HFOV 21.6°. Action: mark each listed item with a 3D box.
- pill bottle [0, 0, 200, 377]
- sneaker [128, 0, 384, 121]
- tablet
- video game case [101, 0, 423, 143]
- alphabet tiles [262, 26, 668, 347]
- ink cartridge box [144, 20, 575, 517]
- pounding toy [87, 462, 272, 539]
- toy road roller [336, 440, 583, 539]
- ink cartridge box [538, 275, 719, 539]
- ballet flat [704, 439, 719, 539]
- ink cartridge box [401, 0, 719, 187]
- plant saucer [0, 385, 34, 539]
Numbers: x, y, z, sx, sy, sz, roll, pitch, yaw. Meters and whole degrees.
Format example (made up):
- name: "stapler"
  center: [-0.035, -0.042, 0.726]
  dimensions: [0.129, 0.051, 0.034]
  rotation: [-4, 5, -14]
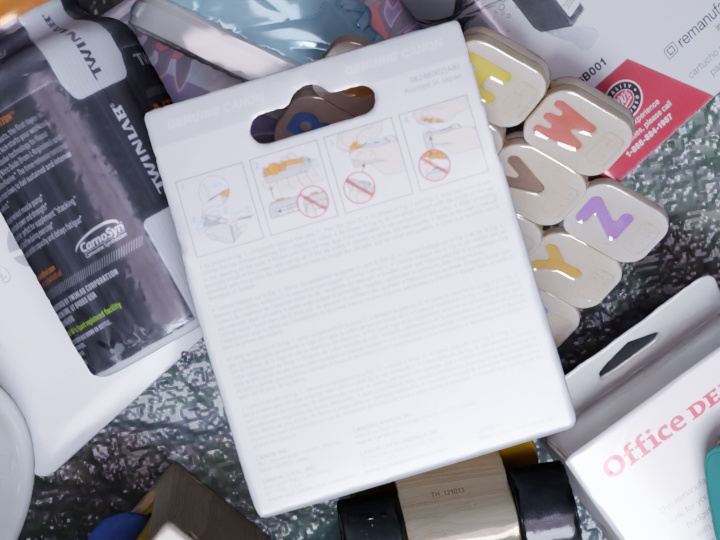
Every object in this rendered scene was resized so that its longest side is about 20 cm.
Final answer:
- name: "pill bottle"
  center: [-0.138, -0.055, 0.963]
  dimensions: [0.106, 0.106, 0.201]
  rotation: [-29, 93, -2]
- name: "sneaker"
  center: [-0.014, -0.121, 0.971]
  dimensions: [0.199, 0.074, 0.082]
  rotation: [24, 94, -8]
- name: "tablet"
  center: [-0.191, -0.002, 1.017]
  dimensions: [0.130, 0.014, 0.200]
  rotation: [-42, 97, -1]
- name: "video game case"
  center: [-0.010, -0.113, 1.019]
  dimensions: [0.200, 0.023, 0.183]
  rotation: [-34, 96, -1]
- name: "alphabet tiles"
  center: [0.046, -0.032, 0.955]
  dimensions: [0.195, 0.015, 0.200]
  rotation: [29, 131, -13]
- name: "ink cartridge box"
  center: [0.000, 0.000, 0.903]
  dimensions: [0.159, 0.047, 0.201]
  rotation: [-16, 91, 4]
- name: "pounding toy"
  center: [-0.136, 0.207, 0.953]
  dimensions: [0.142, 0.184, 0.200]
  rotation: [40, 91, -7]
- name: "toy road roller"
  center: [0.049, 0.143, 1.012]
  dimensions: [0.122, 0.146, 0.201]
  rotation: [-10, 132, -3]
- name: "ink cartridge box"
  center: [0.188, 0.111, 1.002]
  dimensions: [0.128, 0.125, 0.200]
  rotation: [-35, 97, -1]
- name: "ballet flat"
  center: [0.211, 0.173, 0.919]
  dimensions: [0.069, 0.069, 0.201]
  rotation: [-4, 95, -5]
- name: "ink cartridge box"
  center: [0.105, -0.161, 0.978]
  dimensions: [0.144, 0.084, 0.200]
  rotation: [-41, 98, -14]
- name: "plant saucer"
  center: [-0.264, 0.123, 0.967]
  dimensions: [0.200, 0.050, 0.201]
  rotation: [-26, 133, -32]
